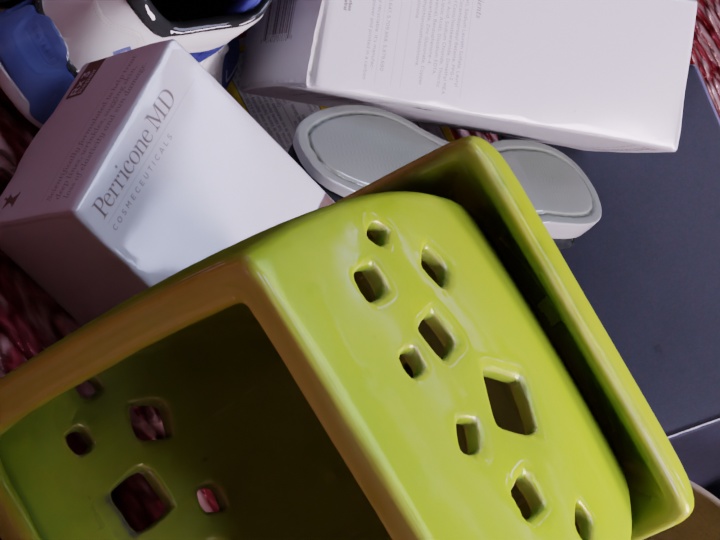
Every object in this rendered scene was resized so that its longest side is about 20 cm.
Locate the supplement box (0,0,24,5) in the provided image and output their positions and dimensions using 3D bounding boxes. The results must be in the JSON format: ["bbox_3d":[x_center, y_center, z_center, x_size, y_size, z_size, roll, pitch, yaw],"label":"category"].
[{"bbox_3d":[-0.121,-0.224,1.227,0.131,0.200,0.103,60,24,3],"label":"supplement box"}]

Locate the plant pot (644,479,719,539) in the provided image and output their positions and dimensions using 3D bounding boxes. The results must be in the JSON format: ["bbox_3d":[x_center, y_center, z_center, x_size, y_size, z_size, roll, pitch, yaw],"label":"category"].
[{"bbox_3d":[0.090,0.199,1.194,0.135,0.199,0.201,81,-4,-56],"label":"plant pot"}]

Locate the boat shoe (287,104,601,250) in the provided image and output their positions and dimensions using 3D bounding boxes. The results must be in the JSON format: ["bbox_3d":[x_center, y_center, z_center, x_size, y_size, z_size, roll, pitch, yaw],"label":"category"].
[{"bbox_3d":[0.034,-0.030,1.331,0.199,0.060,0.076,12,44,-40],"label":"boat shoe"}]

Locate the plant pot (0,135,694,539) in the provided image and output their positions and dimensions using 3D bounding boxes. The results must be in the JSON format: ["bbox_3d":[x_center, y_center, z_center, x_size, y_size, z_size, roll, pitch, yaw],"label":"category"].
[{"bbox_3d":[-0.004,0.073,1.049,0.181,0.199,0.201,-37,97,-46],"label":"plant pot"}]

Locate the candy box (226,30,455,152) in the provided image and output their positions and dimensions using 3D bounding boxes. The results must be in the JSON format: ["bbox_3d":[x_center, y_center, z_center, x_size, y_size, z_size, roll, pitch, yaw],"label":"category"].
[{"bbox_3d":[-0.024,-0.100,1.411,0.201,0.102,0.026,63,-20,9],"label":"candy box"}]

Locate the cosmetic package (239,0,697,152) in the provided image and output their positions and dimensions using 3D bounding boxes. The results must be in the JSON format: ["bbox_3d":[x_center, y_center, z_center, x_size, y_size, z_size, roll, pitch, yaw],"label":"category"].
[{"bbox_3d":[0.053,-0.111,1.350,0.199,0.113,0.082,10,89,-20],"label":"cosmetic package"}]

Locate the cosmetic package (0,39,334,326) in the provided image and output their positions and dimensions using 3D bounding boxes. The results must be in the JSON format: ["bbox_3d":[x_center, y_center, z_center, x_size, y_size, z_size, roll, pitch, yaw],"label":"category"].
[{"bbox_3d":[-0.058,0.004,1.196,0.200,0.074,0.102,45,57,-29],"label":"cosmetic package"}]

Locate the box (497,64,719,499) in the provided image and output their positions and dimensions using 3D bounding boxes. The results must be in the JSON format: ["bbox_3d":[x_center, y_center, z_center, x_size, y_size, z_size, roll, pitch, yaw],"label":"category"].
[{"bbox_3d":[0.169,0.030,1.494,0.199,0.123,0.201,69,1,-65],"label":"box"}]

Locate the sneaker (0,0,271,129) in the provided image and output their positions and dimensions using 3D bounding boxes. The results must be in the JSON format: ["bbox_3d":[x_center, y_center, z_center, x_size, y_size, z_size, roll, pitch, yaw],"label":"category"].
[{"bbox_3d":[-0.083,-0.118,1.276,0.081,0.115,0.199,61,20,4],"label":"sneaker"}]
